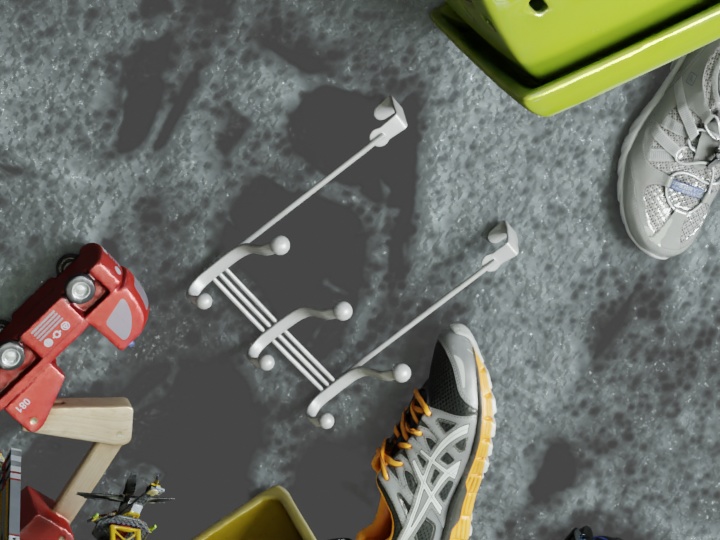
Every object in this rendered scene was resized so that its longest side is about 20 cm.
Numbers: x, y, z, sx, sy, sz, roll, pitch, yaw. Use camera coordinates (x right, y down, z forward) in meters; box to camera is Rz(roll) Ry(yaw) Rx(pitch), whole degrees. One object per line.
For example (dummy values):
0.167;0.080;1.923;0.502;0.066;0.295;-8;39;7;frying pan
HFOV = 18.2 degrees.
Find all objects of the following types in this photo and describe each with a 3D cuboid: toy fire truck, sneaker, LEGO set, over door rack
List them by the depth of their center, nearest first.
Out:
-0.230;0.187;1.487;0.200;0.116;0.154;7;137;-15;LEGO set
-0.205;0.093;1.527;0.200;0.049;0.141;-43;115;2;toy fire truck
0.000;0.000;1.550;0.200;0.067;0.148;-43;117;1;over door rack
0.240;-0.099;1.582;0.075;0.082;0.200;11;105;-21;sneaker
0.047;0.134;1.611;0.077;0.078;0.200;6;106;-10;sneaker

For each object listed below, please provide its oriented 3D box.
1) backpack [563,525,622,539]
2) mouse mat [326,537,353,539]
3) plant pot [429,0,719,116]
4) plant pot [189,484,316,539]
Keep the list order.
0.183;0.312;1.649;0.183;0.200;0.135;-47;116;2;backpack
-0.093;0.283;1.657;0.200;0.008;0.161;-9;112;-16;mouse mat
0.129;-0.222;1.445;0.199;0.200;0.182;-26;122;-8;plant pot
-0.065;0.314;1.576;0.194;0.196;0.200;-33;122;-5;plant pot
